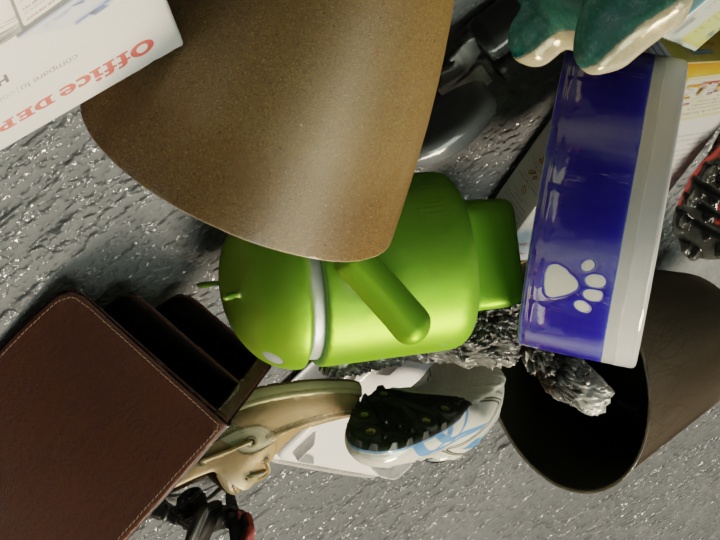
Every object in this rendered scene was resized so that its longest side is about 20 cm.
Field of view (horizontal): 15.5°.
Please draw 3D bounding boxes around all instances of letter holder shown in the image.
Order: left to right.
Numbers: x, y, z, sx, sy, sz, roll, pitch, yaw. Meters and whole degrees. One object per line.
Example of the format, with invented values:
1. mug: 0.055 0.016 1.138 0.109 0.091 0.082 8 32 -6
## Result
1. letter holder: -0.181 0.100 1.715 0.200 0.142 0.101 -49 -178 25

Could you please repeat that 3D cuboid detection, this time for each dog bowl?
1. dog bowl: 0.155 -0.043 1.696 0.078 0.201 0.200 10 150 5

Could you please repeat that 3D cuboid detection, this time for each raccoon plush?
1. raccoon plush: 0.061 0.062 1.821 0.134 0.200 0.097 -46 170 0

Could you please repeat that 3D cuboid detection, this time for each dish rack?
1. dish rack: 0.020 0.098 1.987 0.172 0.044 0.200 -43 152 18

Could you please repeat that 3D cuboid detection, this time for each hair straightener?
1. hair straightener: -0.113 0.170 1.897 0.200 0.077 0.041 -95 -152 -84

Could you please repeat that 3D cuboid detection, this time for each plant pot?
1. plant pot: -0.025 -0.138 1.410 0.186 0.186 0.200 1 123 -49

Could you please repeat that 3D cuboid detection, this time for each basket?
1. basket: 0.203 0.065 2.030 0.136 0.181 0.200 -22 174 33

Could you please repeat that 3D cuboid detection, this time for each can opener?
1. can opener: 0.096 -0.136 1.659 0.200 0.067 0.053 -40 153 1

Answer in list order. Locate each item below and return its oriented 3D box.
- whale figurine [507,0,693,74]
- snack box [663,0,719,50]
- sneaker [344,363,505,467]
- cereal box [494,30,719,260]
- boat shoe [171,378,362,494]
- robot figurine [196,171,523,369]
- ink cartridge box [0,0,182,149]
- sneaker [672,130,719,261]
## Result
1. whale figurine: 0.139 -0.182 1.510 0.159 0.104 0.200 -36 -163 18
2. snack box: 0.237 -0.193 1.677 0.116 0.037 0.200 -39 174 11
3. sneaker: 0.047 0.111 1.866 0.200 0.072 0.073 -23 127 -62
4. cereal box: 0.183 -0.089 1.860 0.144 0.040 0.200 -7 143 -43
5. boat shoe: -0.090 0.123 1.826 0.199 0.065 0.071 -16 171 -6
6. robot figurine: 0.000 0.000 1.688 0.199 0.116 0.175 -7 -175 -14
7. ink cartridge box: -0.183 -0.152 1.279 0.146 0.086 0.200 -31 152 -6
8. sneaker: 0.292 -0.096 1.903 0.201 0.071 0.098 -59 -176 19
